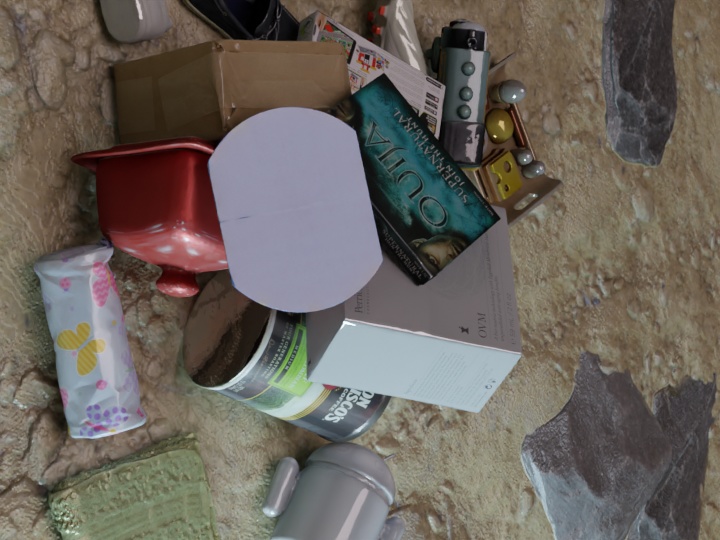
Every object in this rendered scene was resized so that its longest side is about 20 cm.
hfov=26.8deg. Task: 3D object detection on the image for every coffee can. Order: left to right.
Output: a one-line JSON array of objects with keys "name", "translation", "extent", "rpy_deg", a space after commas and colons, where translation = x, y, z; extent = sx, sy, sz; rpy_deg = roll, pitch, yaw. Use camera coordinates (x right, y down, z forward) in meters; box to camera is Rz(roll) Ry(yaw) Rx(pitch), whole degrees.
[{"name": "coffee can", "translation": [-0.077, 0.093, 1.685], "extent": [0.200, 0.146, 0.147], "rpy_deg": [27, 70, -39]}]

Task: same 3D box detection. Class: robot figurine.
[{"name": "robot figurine", "translation": [-0.031, 0.282, 1.741], "extent": [0.169, 0.113, 0.200], "rpy_deg": [32, 65, -11]}]

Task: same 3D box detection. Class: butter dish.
[{"name": "butter dish", "translation": [-0.179, -0.046, 1.551], "extent": [0.199, 0.199, 0.149], "rpy_deg": [20, 74, -47]}]

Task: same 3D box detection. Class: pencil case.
[{"name": "pencil case", "translation": [-0.276, 0.071, 1.543], "extent": [0.091, 0.083, 0.201], "rpy_deg": [-69, 149, -84]}]

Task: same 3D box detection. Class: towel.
[{"name": "towel", "translation": [-0.235, 0.266, 1.602], "extent": [0.200, 0.036, 0.149], "rpy_deg": [-18, 101, -43]}]

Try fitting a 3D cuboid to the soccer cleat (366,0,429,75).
[{"name": "soccer cleat", "translation": [0.050, -0.272, 1.873], "extent": [0.077, 0.069, 0.201], "rpy_deg": [3, 91, -17]}]

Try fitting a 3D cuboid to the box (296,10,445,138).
[{"name": "box", "translation": [0.010, -0.209, 1.766], "extent": [0.200, 0.035, 0.110], "rpy_deg": [26, 59, -30]}]

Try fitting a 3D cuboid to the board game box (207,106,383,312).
[{"name": "board game box", "translation": [-0.069, -0.057, 1.483], "extent": [0.157, 0.039, 0.201], "rpy_deg": [-12, 89, -21]}]

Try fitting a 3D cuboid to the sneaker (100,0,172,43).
[{"name": "sneaker", "translation": [-0.244, -0.347, 1.614], "extent": [0.088, 0.075, 0.201], "rpy_deg": [-23, 110, -54]}]

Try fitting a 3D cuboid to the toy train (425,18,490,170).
[{"name": "toy train", "translation": [0.123, -0.214, 1.880], "extent": [0.085, 0.114, 0.201], "rpy_deg": [6, 95, -9]}]

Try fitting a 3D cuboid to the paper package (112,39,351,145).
[{"name": "paper package", "translation": [-0.136, -0.181, 1.607], "extent": [0.190, 0.200, 0.104], "rpy_deg": [-7, 92, -43]}]

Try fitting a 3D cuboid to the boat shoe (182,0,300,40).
[{"name": "boat shoe", "translation": [-0.117, -0.288, 1.727], "extent": [0.200, 0.062, 0.075], "rpy_deg": [30, 66, -40]}]

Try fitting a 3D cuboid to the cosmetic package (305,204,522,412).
[{"name": "cosmetic package", "translation": [0.052, 0.023, 1.604], "extent": [0.199, 0.123, 0.200], "rpy_deg": [10, 50, -16]}]

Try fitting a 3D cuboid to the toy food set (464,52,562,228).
[{"name": "toy food set", "translation": [0.196, -0.173, 2.016], "extent": [0.143, 0.060, 0.201], "rpy_deg": [-38, 112, -38]}]

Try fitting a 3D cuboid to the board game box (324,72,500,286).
[{"name": "board game box", "translation": [0.042, -0.096, 1.562], "extent": [0.200, 0.028, 0.135], "rpy_deg": [50, 49, 0]}]
